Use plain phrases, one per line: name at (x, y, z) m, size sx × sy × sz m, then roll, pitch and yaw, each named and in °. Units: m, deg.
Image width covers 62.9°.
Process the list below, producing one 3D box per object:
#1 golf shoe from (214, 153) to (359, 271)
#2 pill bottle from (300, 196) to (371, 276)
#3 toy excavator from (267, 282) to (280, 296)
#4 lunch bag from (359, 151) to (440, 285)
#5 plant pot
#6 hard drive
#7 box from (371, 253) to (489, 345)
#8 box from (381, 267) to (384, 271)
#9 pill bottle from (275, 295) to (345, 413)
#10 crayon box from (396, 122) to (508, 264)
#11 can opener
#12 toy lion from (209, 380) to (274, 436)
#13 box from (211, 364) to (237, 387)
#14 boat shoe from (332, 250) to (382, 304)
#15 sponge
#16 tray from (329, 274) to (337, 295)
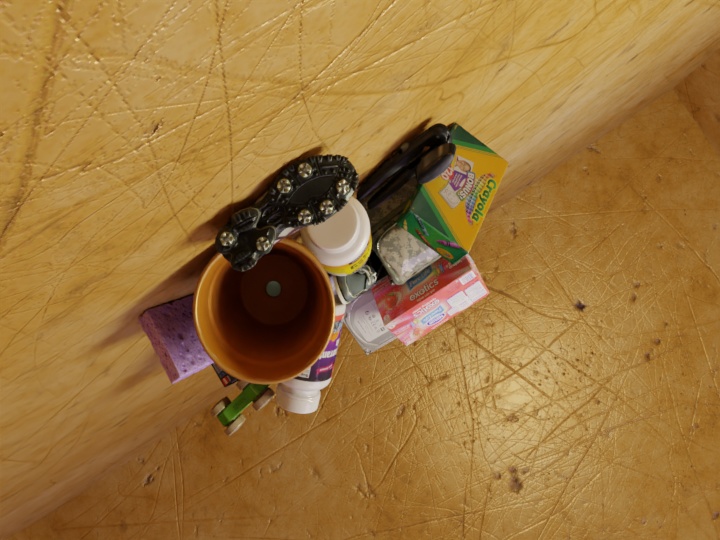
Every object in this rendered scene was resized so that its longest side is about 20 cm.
golf shoe at (-0.093, -0.081, 0.735) m, size 0.197 × 0.078 × 0.088 m, roll -32°, pitch -167°, yaw 2°
pill bottle at (-0.036, -0.056, 0.927) m, size 0.108 × 0.111 × 0.200 m, roll -32°, pitch 173°, yaw -1°
toy excavator at (-0.143, 0.026, 1.110) m, size 0.200 × 0.100 × 0.194 m, roll -45°, pitch 171°, yaw 18°
lunch bag at (0.100, -0.091, 1.078) m, size 0.198 × 0.170 × 0.139 m, roll -35°, pitch 173°, yaw 12°
plant pot at (-0.137, 0.044, 0.889) m, size 0.197 × 0.203 × 0.183 m, roll -33°, pitch -172°, yaw 0°
hard drive at (0.059, 0.074, 1.234) m, size 0.197 × 0.141 × 0.038 m, roll -31°, pitch -157°, yaw 11°
box at (0.133, 0.040, 1.132) m, size 0.198 × 0.096 × 0.102 m, roll -34°, pitch 137°, yaw 14°
box at (0.111, 0.003, 1.354) m, size 0.194 × 0.119 × 0.200 m, roll -34°, pitch 178°, yaw 19°
pill bottle at (-0.097, 0.144, 1.057) m, size 0.111 × 0.109 × 0.206 m, roll -16°, pitch 120°, yaw -67°
crayon box at (0.154, -0.128, 0.971) m, size 0.203 × 0.117 × 0.058 m, roll -61°, pitch -172°, yaw -27°
can opener at (0.066, -0.161, 0.929) m, size 0.197 × 0.064 × 0.079 m, roll -27°, pitch -155°, yaw 37°
toy lion at (-0.189, 0.220, 1.182) m, size 0.200 × 0.069 × 0.191 m, roll -44°, pitch 177°, yaw 37°
box at (-0.240, 0.140, 1.189) m, size 0.040 × 0.139 × 0.199 m, roll -36°, pitch 172°, yaw 23°
boat shoe at (0.000, 0.000, 1.088) m, size 0.060 × 0.075 × 0.200 m, roll -18°, pitch -167°, yaw 19°
sponge at (-0.247, 0.092, 0.944) m, size 0.030 × 0.113 × 0.199 m, roll -37°, pitch 172°, yaw 31°
tray at (-0.041, 0.030, 1.190) m, size 0.106 × 0.022 × 0.199 m, roll -37°, pitch 171°, yaw 17°
